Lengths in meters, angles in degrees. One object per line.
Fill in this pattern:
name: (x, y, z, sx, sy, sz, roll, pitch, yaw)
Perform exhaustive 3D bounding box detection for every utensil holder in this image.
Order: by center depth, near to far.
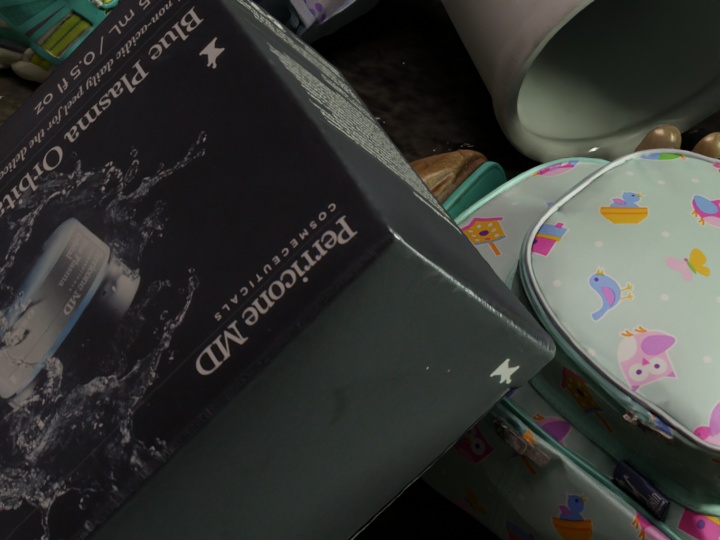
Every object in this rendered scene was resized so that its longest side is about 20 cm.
utensil holder: (0.114, -0.186, 0.964, 0.169, 0.170, 0.201, -12, 60, -21)

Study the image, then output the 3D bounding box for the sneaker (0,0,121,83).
sneaker: (-0.145, -0.136, 0.975, 0.199, 0.080, 0.078, 19, 41, 13)

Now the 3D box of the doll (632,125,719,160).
doll: (0.215, 0.005, 0.882, 0.136, 0.049, 0.200, 4, 37, -36)

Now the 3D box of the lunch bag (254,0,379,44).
lunch bag: (-0.058, -0.224, 1.058, 0.200, 0.127, 0.169, 38, 48, 15)

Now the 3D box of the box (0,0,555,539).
box: (-0.067, 0.016, 0.704, 0.197, 0.117, 0.200, -44, 48, 9)

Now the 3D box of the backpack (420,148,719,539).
backpack: (0.113, 0.040, 0.752, 0.200, 0.154, 0.176, 30, 50, 28)

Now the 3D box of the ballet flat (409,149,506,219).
ballet flat: (0.000, 0.000, 0.856, 0.072, 0.068, 0.200, 5, 35, 30)
